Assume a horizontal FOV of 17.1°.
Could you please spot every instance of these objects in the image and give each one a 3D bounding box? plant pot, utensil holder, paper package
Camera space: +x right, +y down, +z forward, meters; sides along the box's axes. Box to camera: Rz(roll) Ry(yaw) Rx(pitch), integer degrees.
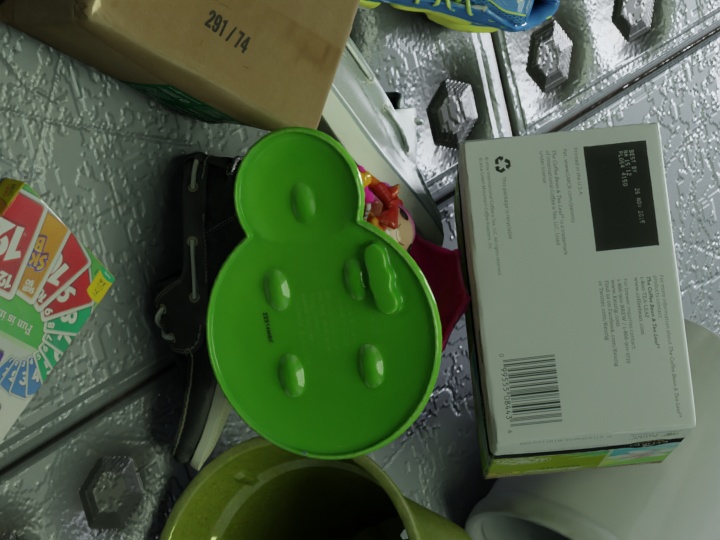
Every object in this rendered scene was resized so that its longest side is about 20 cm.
[{"bbox_3d":[-0.006,0.215,1.560,0.184,0.199,0.202,20,83,-60],"label":"plant pot"},{"bbox_3d":[0.198,0.153,1.750,0.200,0.169,0.170,-53,129,-25],"label":"utensil holder"},{"bbox_3d":[-0.097,-0.200,1.441,0.199,0.103,0.192,25,82,-44],"label":"paper package"}]

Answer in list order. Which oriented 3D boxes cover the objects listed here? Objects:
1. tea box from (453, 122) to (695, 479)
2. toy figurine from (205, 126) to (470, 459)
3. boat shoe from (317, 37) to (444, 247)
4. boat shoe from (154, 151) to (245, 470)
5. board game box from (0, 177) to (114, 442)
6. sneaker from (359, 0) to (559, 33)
[{"bbox_3d":[0.137,0.025,1.590,0.197,0.133,0.201,82,3,-78],"label":"tea box"},{"bbox_3d":[0.000,0.000,1.503,0.184,0.149,0.201,-27,107,-69],"label":"toy figurine"},{"bbox_3d":[0.009,-0.092,1.586,0.072,0.070,0.201,-52,126,-20],"label":"boat shoe"},{"bbox_3d":[-0.098,0.025,1.520,0.072,0.067,0.201,-48,149,-83],"label":"boat shoe"},{"bbox_3d":[-0.232,0.053,1.413,0.200,0.030,0.096,-55,130,-19],"label":"board game box"},{"bbox_3d":[0.056,-0.203,1.586,0.199,0.105,0.076,8,92,-45],"label":"sneaker"}]
